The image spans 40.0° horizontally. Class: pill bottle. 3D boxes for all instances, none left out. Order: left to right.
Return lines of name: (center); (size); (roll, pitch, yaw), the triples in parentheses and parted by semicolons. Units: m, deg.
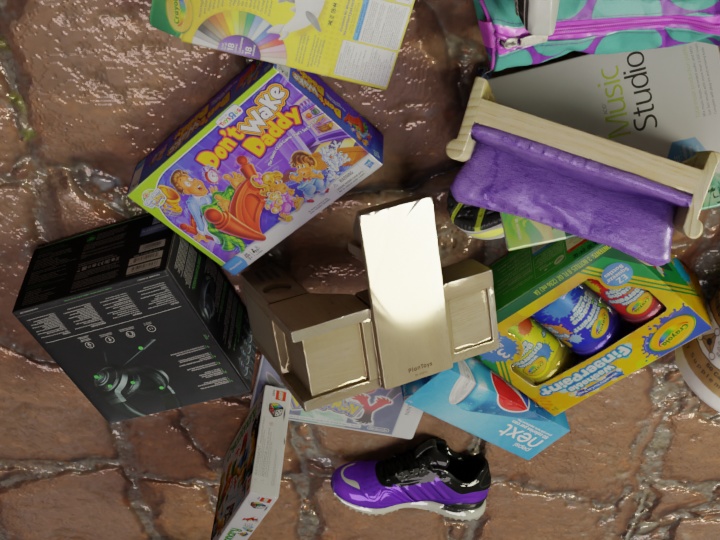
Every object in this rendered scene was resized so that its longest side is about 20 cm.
pill bottle: (0.403, 0.042, 0.954); (0.113, 0.115, 0.201); (15, 132, -12)

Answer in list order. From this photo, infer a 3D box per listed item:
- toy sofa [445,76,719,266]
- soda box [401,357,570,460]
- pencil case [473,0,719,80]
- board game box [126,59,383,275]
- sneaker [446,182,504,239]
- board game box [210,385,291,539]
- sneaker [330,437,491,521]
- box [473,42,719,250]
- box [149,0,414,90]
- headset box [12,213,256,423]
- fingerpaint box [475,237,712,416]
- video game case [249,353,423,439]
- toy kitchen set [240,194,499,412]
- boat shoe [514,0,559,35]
toy sofa: (0.166, -0.073, 0.767); (0.198, 0.083, 0.099); (20, 98, 9)
soda box: (0.134, 0.133, 1.069); (0.199, 0.065, 0.068); (28, 125, -33)
pencil case: (0.184, -0.199, 0.750); (0.197, 0.093, 0.086); (-6, 134, 7)
board game box: (-0.096, -0.094, 0.893); (0.199, 0.045, 0.134); (-34, 123, 30)
sneaker: (0.175, -0.086, 0.887); (0.198, 0.076, 0.076); (-18, 163, 14)
board game box: (-0.127, 0.233, 1.127); (0.034, 0.127, 0.201); (15, 142, -13)
sneaker: (0.065, 0.241, 1.197); (0.197, 0.070, 0.100); (5, 127, -8)
box: (0.203, -0.107, 0.817); (0.198, 0.036, 0.146); (-12, 91, 14)
box: (-0.059, -0.220, 0.769); (0.197, 0.049, 0.118); (11, 130, -11)
headset box: (-0.217, 0.056, 1.008); (0.172, 0.093, 0.201); (-15, 132, 15)
fingerpaint box: (0.216, 0.041, 0.989); (0.166, 0.074, 0.199); (36, 125, -28)
video game case: (-0.015, 0.114, 1.104); (0.197, 0.023, 0.183); (10, 133, -7)
toy kitchen set: (0.000, 0.000, 0.944); (0.198, 0.180, 0.165); (-15, 111, -18)
boat shoe: (0.105, -0.262, 0.676); (0.063, 0.071, 0.203); (-2, 101, 16)
